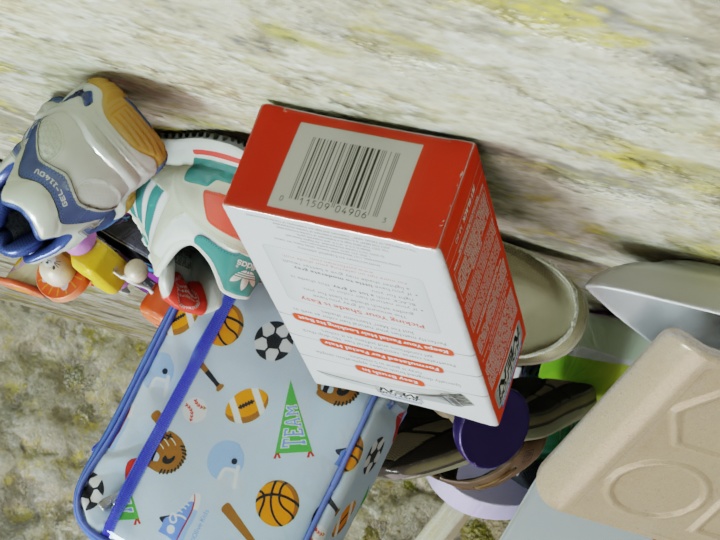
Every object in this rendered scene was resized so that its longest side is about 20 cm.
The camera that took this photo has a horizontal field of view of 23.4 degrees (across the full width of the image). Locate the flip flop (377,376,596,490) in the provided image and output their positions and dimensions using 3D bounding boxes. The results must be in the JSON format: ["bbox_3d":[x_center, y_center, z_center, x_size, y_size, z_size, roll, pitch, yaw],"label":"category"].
[{"bbox_3d":[0.082,0.112,1.139,0.081,0.058,0.200,15,-162,40],"label":"flip flop"}]

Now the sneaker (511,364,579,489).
[{"bbox_3d":[0.143,0.106,1.330,0.087,0.075,0.200,20,-154,30],"label":"sneaker"}]

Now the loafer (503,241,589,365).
[{"bbox_3d":[0.040,0.007,1.020,0.199,0.076,0.068,16,179,-4],"label":"loafer"}]

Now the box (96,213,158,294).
[{"bbox_3d":[-0.147,-0.013,1.188,0.143,0.036,0.200,30,171,15],"label":"box"}]

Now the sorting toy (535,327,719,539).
[{"bbox_3d":[0.231,0.115,1.054,0.199,0.037,0.185,21,138,-11],"label":"sorting toy"}]

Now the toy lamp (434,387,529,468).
[{"bbox_3d":[0.029,0.064,1.101,0.058,0.058,0.200,20,-177,-37],"label":"toy lamp"}]

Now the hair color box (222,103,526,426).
[{"bbox_3d":[0.014,0.002,0.880,0.111,0.064,0.200,12,154,18],"label":"hair color box"}]

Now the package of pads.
[{"bbox_3d":[0.247,0.085,1.215,0.154,0.068,0.200,20,174,-37],"label":"package of pads"}]

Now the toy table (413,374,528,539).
[{"bbox_3d":[0.109,0.154,1.397,0.200,0.117,0.184,-23,-119,-38],"label":"toy table"}]

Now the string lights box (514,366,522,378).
[{"bbox_3d":[0.021,0.051,1.321,0.199,0.059,0.103,15,-159,1],"label":"string lights box"}]

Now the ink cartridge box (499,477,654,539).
[{"bbox_3d":[0.210,0.214,1.287,0.145,0.145,0.200,39,-154,27],"label":"ink cartridge box"}]

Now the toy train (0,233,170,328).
[{"bbox_3d":[-0.167,0.018,1.140,0.150,0.056,0.200,40,167,-34],"label":"toy train"}]

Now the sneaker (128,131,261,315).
[{"bbox_3d":[-0.107,-0.025,0.997,0.070,0.094,0.200,20,171,-33],"label":"sneaker"}]

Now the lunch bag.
[{"bbox_3d":[-0.073,0.100,1.015,0.160,0.200,0.076,26,172,18],"label":"lunch bag"}]

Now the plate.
[{"bbox_3d":[0.245,0.034,0.979,0.199,0.032,0.200,11,172,24],"label":"plate"}]

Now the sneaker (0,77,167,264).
[{"bbox_3d":[-0.167,-0.044,0.925,0.075,0.088,0.200,48,163,-3],"label":"sneaker"}]
